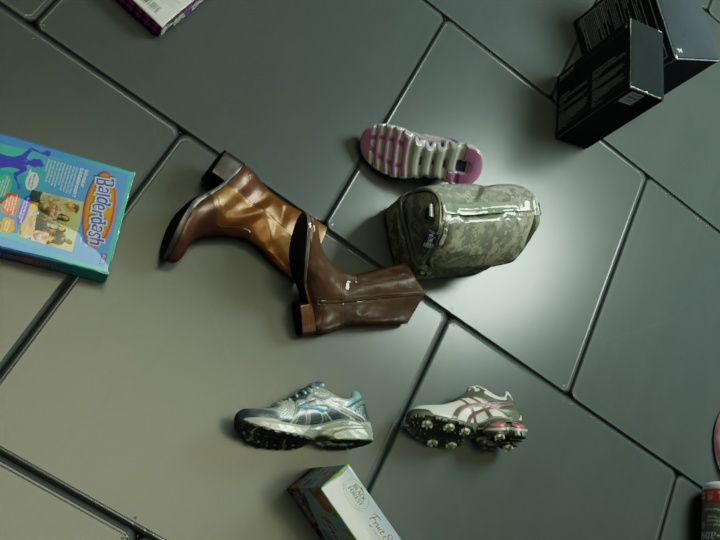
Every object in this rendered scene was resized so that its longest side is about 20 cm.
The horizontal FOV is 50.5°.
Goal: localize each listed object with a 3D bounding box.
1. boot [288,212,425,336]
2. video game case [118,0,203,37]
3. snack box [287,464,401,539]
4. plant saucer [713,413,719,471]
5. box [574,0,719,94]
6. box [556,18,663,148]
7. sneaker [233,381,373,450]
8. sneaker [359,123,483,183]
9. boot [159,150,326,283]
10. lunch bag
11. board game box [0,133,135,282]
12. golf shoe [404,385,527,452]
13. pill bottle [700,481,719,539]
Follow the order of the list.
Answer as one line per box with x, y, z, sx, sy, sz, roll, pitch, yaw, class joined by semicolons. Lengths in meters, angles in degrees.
0.000;0.000;1.114;0.200;0.064;0.187;-6;110;-23;boot
-0.320;-0.478;1.158;0.200;0.036;0.181;42;61;-8;video game case
-0.001;0.348;0.986;0.053;0.142;0.200;-35;90;-29;snack box
0.730;0.327;1.377;0.200;0.051;0.201;8;71;-23;plant saucer
0.535;-0.435;1.441;0.123;0.198;0.200;-6;77;-26;box
0.441;-0.328;1.363;0.079;0.200;0.141;12;70;-20;box
-0.080;0.198;1.047;0.200;0.078;0.086;10;58;-29;sneaker
0.098;-0.190;1.242;0.200;0.088;0.081;13;110;-1;sneaker
-0.165;-0.042;1.095;0.200;0.068;0.188;39;59;-21;boot
0.156;-0.071;1.173;0.200;0.168;0.140;-5;76;-25;lunch bag
-0.411;-0.083;0.989;0.200;0.045;0.152;16;68;-19;board game box
0.153;0.219;1.147;0.200;0.077;0.088;12;50;-23;golf shoe
0.620;0.457;1.249;0.116;0.116;0.200;19;67;-18;pill bottle
